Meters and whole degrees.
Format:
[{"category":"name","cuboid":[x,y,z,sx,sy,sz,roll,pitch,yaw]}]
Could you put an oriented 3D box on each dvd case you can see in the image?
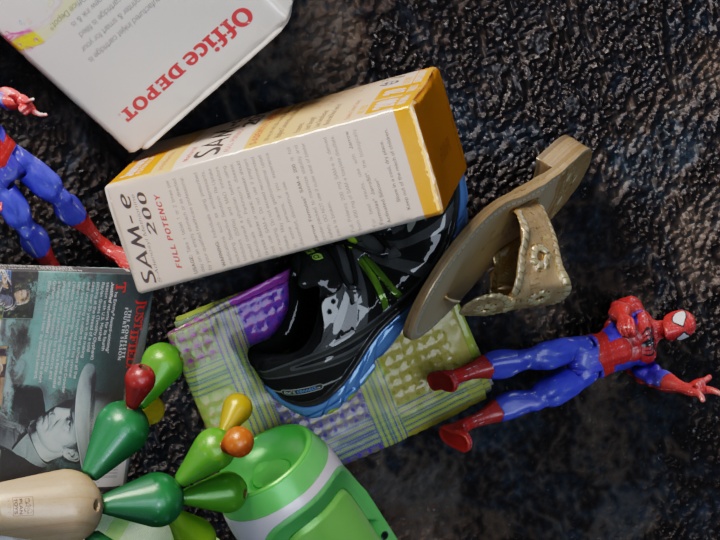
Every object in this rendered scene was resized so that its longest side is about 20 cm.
[{"category":"dvd case","cuboid":[-0.219,0.068,1.548,0.199,0.022,0.147,1,100,-39]}]

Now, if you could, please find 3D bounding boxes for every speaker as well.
[{"category":"speaker","cuboid":[-0.016,0.199,1.670,0.088,0.088,0.200,-36,115,-9]}]

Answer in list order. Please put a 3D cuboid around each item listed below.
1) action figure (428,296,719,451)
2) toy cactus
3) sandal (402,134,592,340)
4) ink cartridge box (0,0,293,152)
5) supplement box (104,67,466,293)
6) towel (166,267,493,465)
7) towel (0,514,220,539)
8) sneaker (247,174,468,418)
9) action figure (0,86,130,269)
[{"category":"action figure","cuboid":[0.156,0.066,1.691,0.199,0.099,0.066,-20,105,-28]},{"category":"toy cactus","cuboid":[-0.143,0.147,1.555,0.164,0.102,0.201,-1,95,-23]},{"category":"sandal","cuboid":[0.112,-0.012,1.641,0.069,0.078,0.212,31,47,15]},{"category":"ink cartridge box","cuboid":[-0.156,-0.194,1.546,0.146,0.083,0.200,-38,111,25]},{"category":"supplement box","cuboid":[-0.044,-0.058,1.571,0.199,0.126,0.074,-15,102,12]},{"category":"towel","cuboid":[-0.016,0.058,1.692,0.199,0.023,0.144,-25,106,-12]},{"category":"towel","cuboid":[-0.184,0.217,1.588,0.149,0.031,0.200,33,58,-7]},{"category":"sneaker","cuboid":[0.000,0.000,1.638,0.083,0.071,0.200,35,91,-25]},{"category":"action figure","cuboid":[-0.204,-0.051,1.551,0.065,0.099,0.200,-44,122,-9]}]
